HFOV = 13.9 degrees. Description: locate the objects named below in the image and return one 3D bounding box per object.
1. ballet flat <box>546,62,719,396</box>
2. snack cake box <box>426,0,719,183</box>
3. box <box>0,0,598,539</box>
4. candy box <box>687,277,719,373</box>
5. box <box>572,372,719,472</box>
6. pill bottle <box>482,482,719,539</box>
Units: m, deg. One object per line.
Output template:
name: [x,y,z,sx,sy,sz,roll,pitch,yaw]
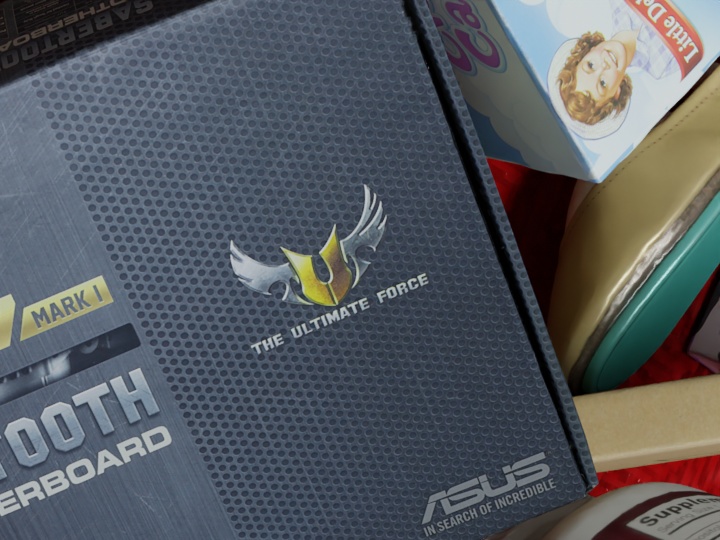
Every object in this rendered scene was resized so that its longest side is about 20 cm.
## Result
ballet flat: [0.104,-0.042,0.873,0.200,0.063,0.069,-44,160,-26]
snack cake box: [0.028,-0.132,0.682,0.115,0.067,0.200,-47,125,-18]
box: [-0.062,0.017,0.673,0.200,0.051,0.158,-22,121,-1]
candy box: [0.217,-0.023,0.970,0.168,0.071,0.200,33,79,-42]
box: [0.138,0.033,0.793,0.163,0.199,0.021,6,76,-70]
pill bottle: [0.107,0.125,0.821,0.113,0.200,0.113,-14,111,-39]
